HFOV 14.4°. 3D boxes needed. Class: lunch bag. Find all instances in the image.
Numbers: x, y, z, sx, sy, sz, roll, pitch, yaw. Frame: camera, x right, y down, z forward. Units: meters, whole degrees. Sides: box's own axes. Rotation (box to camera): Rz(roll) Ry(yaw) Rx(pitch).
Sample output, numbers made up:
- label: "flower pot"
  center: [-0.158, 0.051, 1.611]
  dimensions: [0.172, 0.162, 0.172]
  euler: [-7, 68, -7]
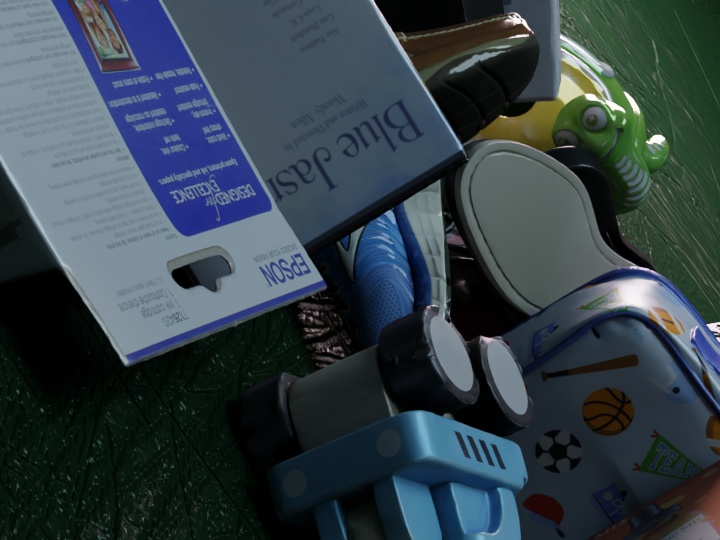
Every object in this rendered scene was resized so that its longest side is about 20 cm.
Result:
- label: "lunch bag"
  center: [0.144, 0.106, 1.452]
  dimensions: [0.200, 0.160, 0.076]
  euler: [52, 20, -13]

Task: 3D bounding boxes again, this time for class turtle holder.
- label: "turtle holder"
  center: [0.092, -0.074, 1.673]
  dimensions: [0.132, 0.141, 0.186]
  euler: [50, 13, -27]

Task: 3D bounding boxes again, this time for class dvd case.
- label: "dvd case"
  center: [-0.062, -0.098, 1.296]
  dimensions: [0.200, 0.142, 0.018]
  euler: [58, -9, 3]

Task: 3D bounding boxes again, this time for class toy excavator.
- label: "toy excavator"
  center: [0.018, 0.123, 1.218]
  dimensions: [0.194, 0.100, 0.201]
  euler: [22, 47, -61]

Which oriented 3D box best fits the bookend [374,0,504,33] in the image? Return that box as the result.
- label: "bookend"
  center: [-0.040, -0.182, 1.476]
  dimensions: [0.092, 0.198, 0.201]
  euler: [-21, 99, -73]

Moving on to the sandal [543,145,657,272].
- label: "sandal"
  center: [0.128, 0.004, 1.621]
  dimensions: [0.201, 0.075, 0.048]
  euler: [56, 12, -54]

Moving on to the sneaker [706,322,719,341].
- label: "sneaker"
  center: [0.178, 0.103, 1.631]
  dimensions: [0.201, 0.147, 0.077]
  euler: [0, 26, -22]

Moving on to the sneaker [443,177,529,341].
- label: "sneaker"
  center: [0.047, -0.003, 1.537]
  dimensions: [0.200, 0.077, 0.084]
  euler: [56, 18, 12]

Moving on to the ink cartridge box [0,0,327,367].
- label: "ink cartridge box"
  center: [-0.116, -0.055, 1.186]
  dimensions: [0.201, 0.047, 0.198]
  euler: [62, 24, 4]

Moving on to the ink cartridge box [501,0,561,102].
- label: "ink cartridge box"
  center: [0.024, -0.188, 1.526]
  dimensions: [0.047, 0.159, 0.201]
  euler: [-56, 143, -76]

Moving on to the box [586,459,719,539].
- label: "box"
  center: [0.142, 0.188, 1.331]
  dimensions: [0.107, 0.152, 0.200]
  euler: [55, 16, -5]

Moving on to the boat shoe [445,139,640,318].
- label: "boat shoe"
  center: [0.093, -0.009, 1.492]
  dimensions: [0.063, 0.073, 0.200]
  euler: [23, -12, 45]

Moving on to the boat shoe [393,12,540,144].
- label: "boat shoe"
  center: [-0.009, -0.085, 1.360]
  dimensions: [0.074, 0.199, 0.076]
  euler: [56, -25, 23]

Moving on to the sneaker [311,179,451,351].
- label: "sneaker"
  center: [0.000, 0.000, 1.420]
  dimensions: [0.079, 0.089, 0.201]
  euler: [87, -1, -63]
